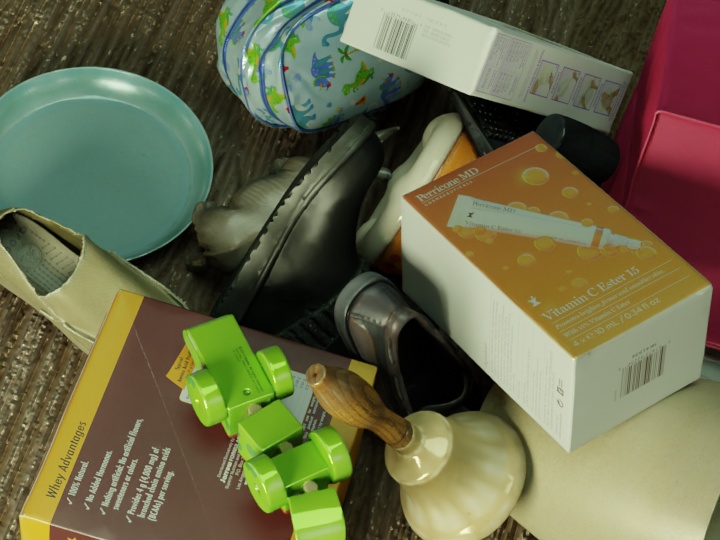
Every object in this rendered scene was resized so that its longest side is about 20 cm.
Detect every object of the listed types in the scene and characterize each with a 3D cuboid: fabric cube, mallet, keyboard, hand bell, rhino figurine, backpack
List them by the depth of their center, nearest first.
[{"bbox_3d":[0.021,0.110,1.419,0.104,0.200,0.104,-17,57,28],"label":"hand bell"},{"bbox_3d":[0.143,-0.025,1.586,0.066,0.041,0.200,31,69,-29],"label":"mallet"},{"bbox_3d":[0.299,-0.068,1.608,0.196,0.200,0.200,17,36,0],"label":"fabric cube"},{"bbox_3d":[-0.050,-0.060,1.638,0.200,0.087,0.060,-32,105,-12],"label":"rhino figurine"},{"bbox_3d":[0.151,-0.102,1.673,0.200,0.040,0.104,4,56,-58],"label":"keyboard"},{"bbox_3d":[-0.023,-0.199,1.718,0.199,0.163,0.154,-14,43,-9],"label":"backpack"}]

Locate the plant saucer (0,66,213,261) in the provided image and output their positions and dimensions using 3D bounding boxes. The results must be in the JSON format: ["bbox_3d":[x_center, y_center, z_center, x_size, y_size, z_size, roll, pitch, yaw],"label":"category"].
[{"bbox_3d":[-0.221,-0.081,1.691,0.200,0.027,0.201,4,56,-6],"label":"plant saucer"}]

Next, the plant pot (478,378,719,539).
[{"bbox_3d":[0.187,0.145,1.515,0.200,0.188,0.187,21,55,23],"label":"plant pot"}]

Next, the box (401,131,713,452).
[{"bbox_3d":[0.135,0.011,1.465,0.124,0.098,0.200,-27,50,-23],"label":"box"}]

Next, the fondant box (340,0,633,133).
[{"bbox_3d":[0.103,-0.171,1.655,0.144,0.058,0.200,27,12,38],"label":"fondant box"}]

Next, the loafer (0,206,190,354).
[{"bbox_3d":[-0.211,0.017,1.585,0.200,0.067,0.076,28,76,3],"label":"loafer"}]

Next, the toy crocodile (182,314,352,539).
[{"bbox_3d":[-0.064,0.111,1.407,0.067,0.062,0.200,-23,58,-21],"label":"toy crocodile"}]

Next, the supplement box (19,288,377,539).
[{"bbox_3d":[-0.115,0.152,1.484,0.200,0.133,0.198,17,56,4],"label":"supplement box"}]

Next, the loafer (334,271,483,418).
[{"bbox_3d":[0.046,0.081,1.517,0.072,0.200,0.063,-48,44,-13],"label":"loafer"}]

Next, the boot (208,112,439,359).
[{"bbox_3d":[0.000,-0.001,1.555,0.158,0.211,0.079,32,26,-6],"label":"boot"}]

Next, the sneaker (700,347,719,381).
[{"bbox_3d":[0.211,0.090,1.601,0.199,0.075,0.082,5,54,-5],"label":"sneaker"}]

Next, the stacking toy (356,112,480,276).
[{"bbox_3d":[0.108,-0.018,1.646,0.200,0.146,0.146,33,57,-3],"label":"stacking toy"}]
